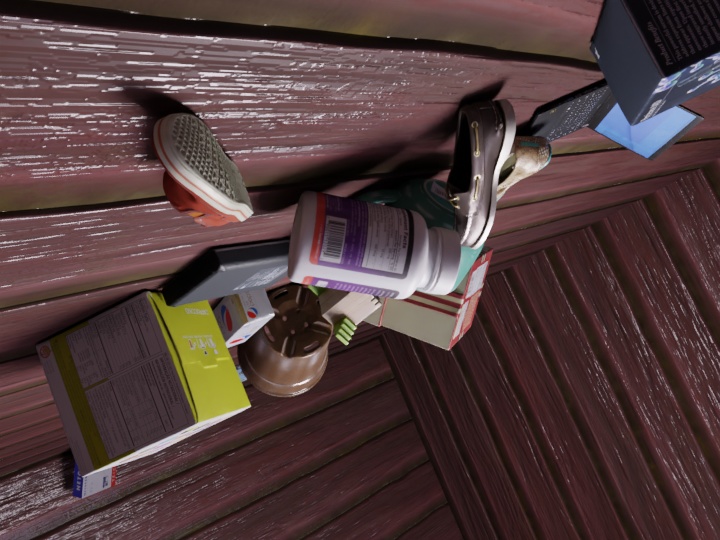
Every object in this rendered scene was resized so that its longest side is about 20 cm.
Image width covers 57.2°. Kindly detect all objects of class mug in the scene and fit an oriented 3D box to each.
[{"bbox_3d":[0.089,-0.058,0.928,0.184,0.152,0.115,-4,135,-43],"label":"mug"}]

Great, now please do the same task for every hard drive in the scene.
[{"bbox_3d":[-0.172,0.001,0.971,0.139,0.033,0.199,-31,169,37],"label":"hard drive"}]

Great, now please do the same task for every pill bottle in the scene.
[{"bbox_3d":[0.017,-0.026,0.809,0.198,0.112,0.111,10,162,-12],"label":"pill bottle"}]

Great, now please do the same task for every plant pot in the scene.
[{"bbox_3d":[-0.145,0.137,1.350,0.199,0.201,0.198,-20,163,-22],"label":"plant pot"}]

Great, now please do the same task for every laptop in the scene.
[{"bbox_3d":[0.346,-0.193,0.959,0.199,0.104,0.177,-23,170,-2],"label":"laptop"}]

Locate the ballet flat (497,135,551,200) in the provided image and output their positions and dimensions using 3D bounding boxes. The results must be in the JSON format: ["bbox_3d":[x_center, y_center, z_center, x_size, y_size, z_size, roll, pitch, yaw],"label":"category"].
[{"bbox_3d":[0.208,-0.153,1.007,0.065,0.071,0.200,11,157,-19],"label":"ballet flat"}]

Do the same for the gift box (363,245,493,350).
[{"bbox_3d":[0.106,0.013,1.145,0.186,0.186,0.200,19,-168,20],"label":"gift box"}]

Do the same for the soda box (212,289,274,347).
[{"bbox_3d":[-0.226,0.088,1.212,0.063,0.069,0.200,-18,169,-32],"label":"soda box"}]

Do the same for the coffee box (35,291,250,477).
[{"bbox_3d":[-0.318,0.164,1.001,0.197,0.201,0.200,-26,171,9],"label":"coffee box"}]

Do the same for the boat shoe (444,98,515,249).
[{"bbox_3d":[0.133,-0.110,0.800,0.059,0.072,0.201,-6,132,-14],"label":"boat shoe"}]

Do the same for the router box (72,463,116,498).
[{"bbox_3d":[-1.018,0.751,2.547,0.048,0.202,0.179,6,-178,21],"label":"router box"}]

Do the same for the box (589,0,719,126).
[{"bbox_3d":[0.345,-0.249,0.638,0.199,0.108,0.148,-25,171,10],"label":"box"}]

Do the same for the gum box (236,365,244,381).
[{"bbox_3d":[-0.412,0.361,2.341,0.169,0.045,0.200,-23,171,-5],"label":"gum box"}]

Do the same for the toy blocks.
[{"bbox_3d":[0.000,0.000,1.007,0.136,0.100,0.200,-38,-151,14],"label":"toy blocks"}]

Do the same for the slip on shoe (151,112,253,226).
[{"bbox_3d":[-0.137,-0.073,0.553,0.061,0.075,0.200,-20,175,-2],"label":"slip on shoe"}]
